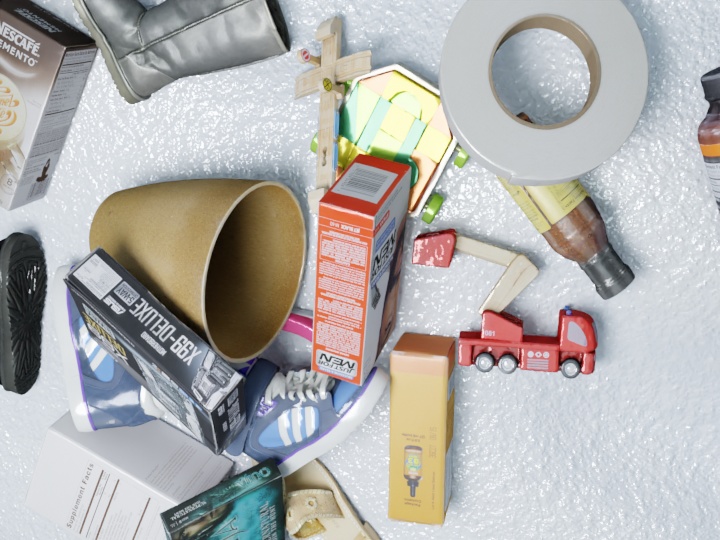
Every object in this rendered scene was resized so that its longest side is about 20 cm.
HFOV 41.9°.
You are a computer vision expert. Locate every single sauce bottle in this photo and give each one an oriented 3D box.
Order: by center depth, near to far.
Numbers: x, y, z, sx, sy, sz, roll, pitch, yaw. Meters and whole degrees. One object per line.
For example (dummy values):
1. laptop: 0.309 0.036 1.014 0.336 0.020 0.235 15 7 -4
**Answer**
1. sauce bottle: 0.199 -0.061 0.942 0.066 0.066 0.201 -35 95 20

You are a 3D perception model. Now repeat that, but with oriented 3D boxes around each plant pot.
1. plant pot: -0.187 -0.021 1.010 0.197 0.185 0.191 15 110 27

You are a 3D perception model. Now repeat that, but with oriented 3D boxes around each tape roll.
1. tape roll: 0.171 -0.183 0.890 0.198 0.037 0.208 0 85 1

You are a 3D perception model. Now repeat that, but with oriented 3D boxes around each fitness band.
1. fitness band: -0.106 0.112 1.085 0.195 0.037 0.147 8 107 14

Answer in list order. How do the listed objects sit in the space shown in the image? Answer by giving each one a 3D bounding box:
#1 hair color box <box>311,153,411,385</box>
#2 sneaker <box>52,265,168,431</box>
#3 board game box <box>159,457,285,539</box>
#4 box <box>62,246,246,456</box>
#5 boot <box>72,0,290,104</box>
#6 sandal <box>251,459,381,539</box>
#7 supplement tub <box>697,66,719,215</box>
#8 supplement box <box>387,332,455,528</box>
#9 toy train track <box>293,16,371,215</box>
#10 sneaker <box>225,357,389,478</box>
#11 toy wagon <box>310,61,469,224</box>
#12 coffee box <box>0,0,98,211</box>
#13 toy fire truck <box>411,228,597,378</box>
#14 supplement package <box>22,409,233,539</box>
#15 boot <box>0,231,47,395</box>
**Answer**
1. hair color box: 0.000 0.000 0.956 0.063 0.111 0.203 16 126 15
2. sneaker: -0.268 0.078 1.088 0.143 0.081 0.204 -12 70 -6
3. board game box: -0.149 0.300 1.058 0.028 0.133 0.202 51 154 34
4. box: -0.202 0.086 0.951 0.199 0.158 0.050 40 67 12
5. boot: -0.189 -0.279 0.979 0.197 0.073 0.184 -16 114 25
6. sandal: -0.053 0.290 1.102 0.212 0.070 0.078 45 111 -1
7. supplement tub: 0.375 -0.093 0.864 0.105 0.107 0.204 -17 100 18
8. supplement box: 0.068 0.177 1.042 0.065 0.069 0.205 5 105 13
9. toy train track: -0.041 -0.159 0.946 0.113 0.032 0.205 -9 75 44
10. sneaker: -0.081 0.128 1.021 0.147 0.081 0.199 46 119 -9
11. toy wagon: 0.021 -0.110 0.988 0.153 0.040 0.202 31 110 5
12. coffee box: -0.386 -0.188 1.051 0.113 0.080 0.203 29 110 5
13. toy fire truck: 0.151 0.033 0.985 0.195 0.049 0.145 3 98 8
14. supplement package: -0.275 0.254 1.122 0.197 0.121 0.121 29 113 6
15. boot: -0.471 0.044 1.138 0.154 0.079 0.216 14 109 10
